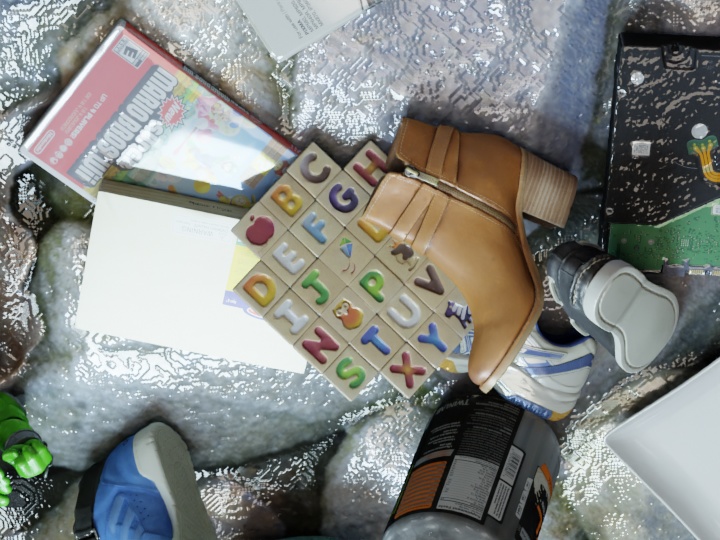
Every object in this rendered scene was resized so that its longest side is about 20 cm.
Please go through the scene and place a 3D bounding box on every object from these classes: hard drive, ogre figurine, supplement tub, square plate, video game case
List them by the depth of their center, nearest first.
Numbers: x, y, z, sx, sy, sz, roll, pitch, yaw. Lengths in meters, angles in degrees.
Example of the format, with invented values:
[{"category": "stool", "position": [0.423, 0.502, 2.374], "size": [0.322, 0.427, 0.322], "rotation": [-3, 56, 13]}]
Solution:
[{"category": "hard drive", "position": [0.267, -0.091, 1.673], "size": [0.140, 0.038, 0.200], "rotation": [2, 117, 1]}, {"category": "video game case", "position": [-0.157, -0.093, 1.699], "size": [0.200, 0.017, 0.143], "rotation": [36, 113, -16]}, {"category": "supplement tub", "position": [0.088, 0.207, 1.731], "size": [0.122, 0.200, 0.123], "rotation": [12, 133, 13]}, {"category": "ogre figurine", "position": [-0.354, 0.160, 1.781], "size": [0.200, 0.120, 0.098], "rotation": [-36, 115, 20]}, {"category": "square plate", "position": [0.345, 0.150, 1.801], "size": [0.198, 0.028, 0.200], "rotation": [-37, 110, 20]}]

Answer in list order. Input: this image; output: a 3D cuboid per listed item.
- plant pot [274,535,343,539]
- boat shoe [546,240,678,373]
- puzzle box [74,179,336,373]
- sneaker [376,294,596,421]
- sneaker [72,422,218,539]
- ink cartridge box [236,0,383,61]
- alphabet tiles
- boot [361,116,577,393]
[{"category": "plant pot", "position": [-0.051, 0.328, 1.822], "size": [0.200, 0.201, 0.161], "rotation": [-6, 104, 5]}, {"category": "boat shoe", "position": [0.203, 0.028, 1.689], "size": [0.060, 0.200, 0.074], "rotation": [35, 91, 29]}, {"category": "puzzle box", "position": [-0.128, 0.007, 1.725], "size": [0.200, 0.025, 0.133], "rotation": [12, 117, -5]}, {"category": "sneaker", "position": [0.103, 0.046, 1.742], "size": [0.200, 0.075, 0.088], "rotation": [25, 100, -15]}, {"category": "sneaker", "position": [-0.186, 0.240, 1.788], "size": [0.111, 0.200, 0.077], "rotation": [-32, 150, 23]}, {"category": "ink cartridge box", "position": [0.004, -0.256, 1.537], "size": [0.200, 0.144, 0.084], "rotation": [-30, 111, 16]}, {"category": "alphabet tiles", "position": [0.000, 0.000, 1.689], "size": [0.200, 0.006, 0.166], "rotation": [44, 83, -5]}, {"category": "boot", "position": [0.074, -0.016, 1.659], "size": [0.155, 0.077, 0.200], "rotation": [19, 85, -8]}]
